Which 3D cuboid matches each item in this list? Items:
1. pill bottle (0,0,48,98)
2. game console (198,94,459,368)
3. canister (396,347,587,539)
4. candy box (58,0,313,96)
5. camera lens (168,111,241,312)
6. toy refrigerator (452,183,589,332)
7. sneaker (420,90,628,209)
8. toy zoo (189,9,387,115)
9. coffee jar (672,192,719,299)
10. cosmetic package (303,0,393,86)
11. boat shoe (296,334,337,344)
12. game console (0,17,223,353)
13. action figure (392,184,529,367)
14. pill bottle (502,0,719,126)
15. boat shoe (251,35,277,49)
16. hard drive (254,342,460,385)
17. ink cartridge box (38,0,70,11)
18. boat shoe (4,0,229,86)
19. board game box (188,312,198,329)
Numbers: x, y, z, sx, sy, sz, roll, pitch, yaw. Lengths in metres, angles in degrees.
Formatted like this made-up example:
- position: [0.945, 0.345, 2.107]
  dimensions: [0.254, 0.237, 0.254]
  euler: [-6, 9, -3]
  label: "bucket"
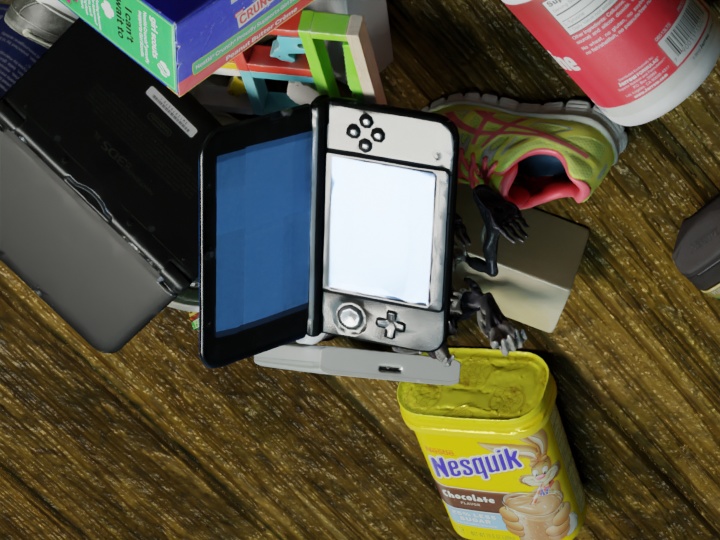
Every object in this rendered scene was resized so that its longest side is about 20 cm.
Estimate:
- position: [-0.312, -0.139, 1.723]
  dimensions: [0.110, 0.201, 0.111]
  euler: [25, 150, 16]
  label: "pill bottle"
- position: [-0.024, -0.019, 1.564]
  dimensions: [0.169, 0.118, 0.202]
  euler: [10, 117, 17]
  label: "game console"
- position: [0.131, 0.173, 1.966]
  dimensions: [0.147, 0.087, 0.201]
  euler: [2, 137, 24]
  label: "canister"
- position: [-0.138, -0.245, 1.510]
  dimensions: [0.200, 0.169, 0.077]
  euler: [38, 150, 28]
  label: "candy box"
- position: [-0.144, -0.058, 1.715]
  dimensions: [0.160, 0.160, 0.200]
  euler: [37, 179, -16]
  label: "camera lens"
- position: [0.089, -0.023, 1.775]
  dimensions: [0.198, 0.076, 0.070]
  euler: [20, 141, 2]
  label: "toy refrigerator"
- position: [0.113, -0.091, 1.677]
  dimensions: [0.198, 0.091, 0.078]
  euler: [-1, 137, 28]
  label: "sneaker"
- position: [-0.085, -0.161, 1.577]
  dimensions: [0.198, 0.021, 0.131]
  euler: [7, 154, 13]
  label: "toy zoo"
- position: [0.357, 0.007, 1.674]
  dimensions: [0.199, 0.086, 0.104]
  euler: [33, 142, -14]
  label: "coffee jar"
- position: [-0.027, -0.242, 1.590]
  dimensions: [0.082, 0.051, 0.201]
  euler: [28, 146, 30]
  label: "cosmetic package"
- position: [0.000, 0.000, 1.736]
  dimensions: [0.066, 0.070, 0.200]
  euler: [-2, 144, -26]
  label: "boat shoe"
- position: [-0.201, -0.067, 1.593]
  dimensions: [0.200, 0.176, 0.116]
  euler: [44, 162, -9]
  label: "game console"
- position: [0.072, 0.027, 1.688]
  dimensions: [0.118, 0.103, 0.201]
  euler: [-8, 143, -18]
  label: "action figure"
- position: [0.167, -0.210, 1.502]
  dimensions: [0.112, 0.113, 0.200]
  euler: [-24, 122, 41]
  label: "pill bottle"
- position: [-0.132, -0.235, 1.630]
  dimensions: [0.199, 0.076, 0.074]
  euler: [19, 134, 31]
  label: "boat shoe"
- position: [-0.006, 0.083, 1.865]
  dimensions: [0.131, 0.027, 0.200]
  euler: [6, 177, -19]
  label: "hard drive"
- position: [-0.258, -0.279, 1.622]
  dimensions: [0.198, 0.116, 0.068]
  euler: [18, 141, 6]
  label: "ink cartridge box"
- position: [-0.201, -0.184, 1.707]
  dimensions: [0.199, 0.071, 0.064]
  euler: [29, 111, -26]
  label: "boat shoe"
- position: [-0.101, -0.029, 1.849]
  dimensions: [0.023, 0.106, 0.199]
  euler: [-1, 159, -42]
  label: "board game box"
